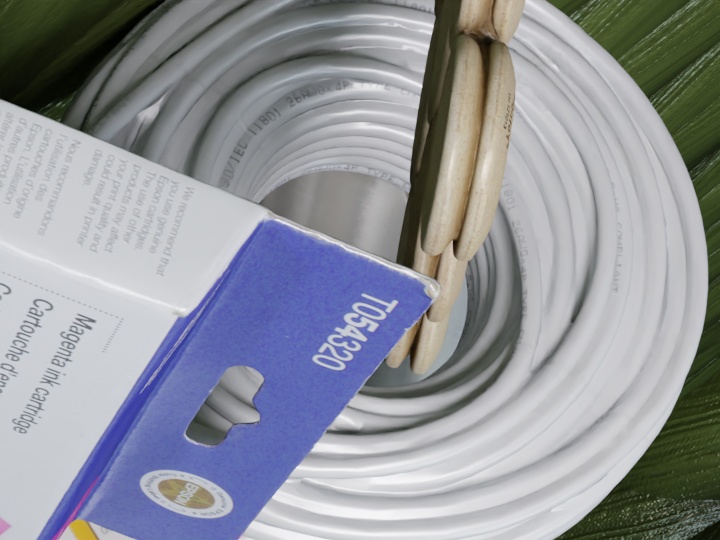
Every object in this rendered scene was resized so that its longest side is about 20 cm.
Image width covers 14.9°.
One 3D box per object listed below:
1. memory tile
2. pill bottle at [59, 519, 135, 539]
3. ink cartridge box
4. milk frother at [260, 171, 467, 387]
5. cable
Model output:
[{"bbox_3d":[0.031,-0.082,0.687,0.017,0.201,0.153,9,162,-2],"label":"memory tile"},{"bbox_3d":[-0.095,0.078,0.875,0.112,0.200,0.113,-33,169,-7],"label":"pill bottle"},{"bbox_3d":[-0.105,0.021,0.677,0.196,0.199,0.043,126,-15,-58],"label":"ink cartridge box"},{"bbox_3d":[-0.049,0.017,0.970,0.199,0.181,0.189,3,112,-25],"label":"milk frother"},{"bbox_3d":[0.000,0.000,0.824,0.200,0.200,0.069,-55,177,-22],"label":"cable"}]
